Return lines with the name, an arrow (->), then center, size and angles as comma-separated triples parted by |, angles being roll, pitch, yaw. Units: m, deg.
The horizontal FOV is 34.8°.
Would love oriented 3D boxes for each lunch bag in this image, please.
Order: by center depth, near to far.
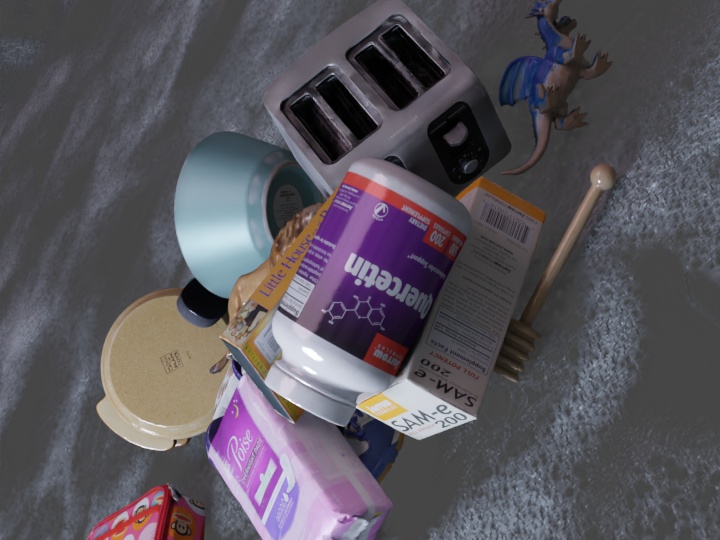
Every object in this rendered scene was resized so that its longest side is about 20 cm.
lunch bag -> -0.263, 0.345, 1.370 | 0.199, 0.081, 0.178 | -35, 36, 38

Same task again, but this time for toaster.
toaster -> 0.022, -0.149, 1.129 | 0.180, 0.119, 0.201 | -36, 56, -2

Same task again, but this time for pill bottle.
pill bottle -> 0.002, 0.018, 0.927 | 0.202, 0.112, 0.112 | -63, 29, -1

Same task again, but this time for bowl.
bowl -> -0.116, -0.068, 1.371 | 0.104, 0.201, 0.203 | -1, 64, 35

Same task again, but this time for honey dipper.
honey dipper -> 0.165, -0.001, 0.987 | 0.202, 0.038, 0.038 | -63, 29, 2

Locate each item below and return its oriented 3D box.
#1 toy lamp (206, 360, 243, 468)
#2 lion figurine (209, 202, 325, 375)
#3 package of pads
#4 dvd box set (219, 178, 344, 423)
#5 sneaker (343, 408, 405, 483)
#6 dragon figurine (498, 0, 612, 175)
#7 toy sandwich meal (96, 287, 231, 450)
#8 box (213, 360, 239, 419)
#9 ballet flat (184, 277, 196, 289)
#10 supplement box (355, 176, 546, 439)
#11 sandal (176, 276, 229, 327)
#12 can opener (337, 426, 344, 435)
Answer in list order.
toy lamp -> -0.132, 0.155, 1.255 | 0.201, 0.057, 0.059 | 114, 161, -47
lion figurine -> -0.087, 0.020, 1.113 | 0.199, 0.072, 0.124 | -26, 57, 40
package of pads -> -0.059, 0.196, 1.079 | 0.200, 0.075, 0.121 | 50, 126, 36
dvd box set -> -0.030, 0.022, 1.019 | 0.029, 0.147, 0.201 | 27, 71, 31
sneaker -> 0.003, 0.111, 1.111 | 0.075, 0.087, 0.203 | -7, 63, 54
dragon figurine -> 0.172, -0.171, 1.089 | 0.099, 0.058, 0.202 | 12, 77, 60
toy sandwich meal -> -0.230, 0.124, 1.427 | 0.070, 0.203, 0.208 | 82, -153, -77
box -> -0.122, 0.102, 1.307 | 0.039, 0.041, 0.201 | -87, 18, -46
ballet flat -> -0.226, 0.107, 1.498 | 0.068, 0.072, 0.202 | 23, 89, 56
supplement box -> 0.079, 0.036, 1.008 | 0.202, 0.073, 0.126 | -67, 12, -22
sandal -> -0.162, -0.002, 1.437 | 0.043, 0.075, 0.201 | -55, 7, 38
can opener -> -0.060, 0.129, 1.222 | 0.079, 0.063, 0.201 | -50, 32, 24
